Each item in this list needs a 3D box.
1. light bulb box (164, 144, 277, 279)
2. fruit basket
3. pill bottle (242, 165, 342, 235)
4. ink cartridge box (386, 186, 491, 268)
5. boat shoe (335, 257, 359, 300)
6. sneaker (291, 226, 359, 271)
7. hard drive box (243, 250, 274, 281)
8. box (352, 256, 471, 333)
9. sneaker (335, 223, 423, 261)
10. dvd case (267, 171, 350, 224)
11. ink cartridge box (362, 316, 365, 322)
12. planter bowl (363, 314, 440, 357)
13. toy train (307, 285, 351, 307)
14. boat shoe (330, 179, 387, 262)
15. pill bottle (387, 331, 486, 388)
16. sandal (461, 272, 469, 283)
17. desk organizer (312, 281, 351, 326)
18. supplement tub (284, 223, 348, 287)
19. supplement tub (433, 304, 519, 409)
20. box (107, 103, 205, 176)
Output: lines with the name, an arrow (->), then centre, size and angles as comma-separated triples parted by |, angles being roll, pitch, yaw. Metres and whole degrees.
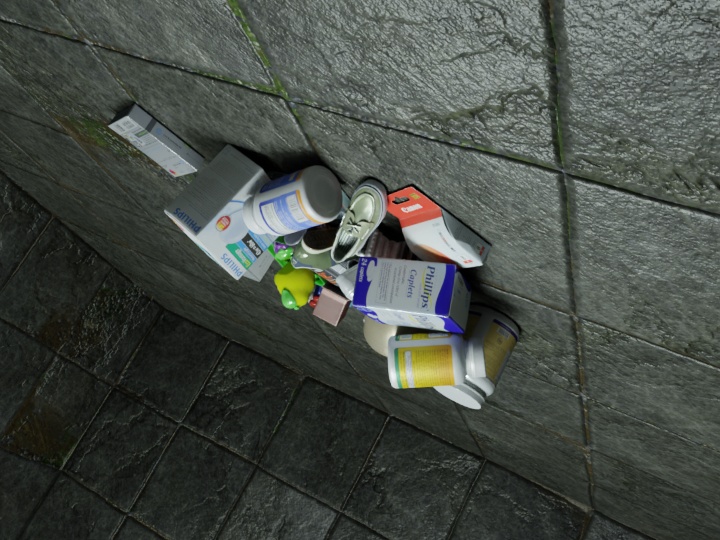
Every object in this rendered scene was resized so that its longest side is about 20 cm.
light bulb box -> -0.277, -0.123, 1.661 | 0.125, 0.200, 0.198 | 36, 169, 33
fruit basket -> -0.161, -0.009, 1.837 | 0.155, 0.216, 0.216 | 19, 160, 30
pill bottle -> -0.141, -0.131, 1.522 | 0.199, 0.113, 0.112 | -12, 138, 42
ink cartridge box -> 0.126, -0.072, 1.451 | 0.199, 0.050, 0.162 | 32, 163, -19
boat shoe -> 0.000, 0.000, 1.681 | 0.069, 0.200, 0.072 | 46, 125, -1
sneaker -> -0.064, -0.041, 1.637 | 0.199, 0.067, 0.090 | -4, 147, -43
hard drive box -> -0.282, -0.094, 1.866 | 0.077, 0.156, 0.200 | 17, 158, 37
box -> 0.108, 0.052, 1.548 | 0.199, 0.106, 0.184 | 5, 168, 19
sneaker -> 0.040, -0.041, 1.605 | 0.199, 0.076, 0.081 | 23, 162, 1
dvd case -> -0.093, -0.149, 1.631 | 0.199, 0.022, 0.146 | 16, 159, 39
ink cartridge box -> 0.125, 0.145, 2.010 | 0.146, 0.085, 0.199 | 40, 158, -30
planter bowl -> 0.104, 0.084, 1.735 | 0.199, 0.200, 0.135 | 21, 134, 26
toy train -> -0.082, 0.075, 2.168 | 0.115, 0.085, 0.200 | 18, 164, -8
boat shoe -> -0.003, -0.088, 1.475 | 0.072, 0.062, 0.200 | 31, 136, 7
pill bottle -> 0.162, 0.187, 1.617 | 0.199, 0.113, 0.113 | -5, 155, 9
sandal -> 0.138, 0.009, 1.660 | 0.200, 0.048, 0.075 | 17, 159, 34
desk organizer -> -0.044, 0.058, 1.863 | 0.071, 0.077, 0.200 | 27, -159, 8
supplement tub -> -0.081, -0.044, 1.730 | 0.107, 0.107, 0.200 | 10, 162, 47
supplement tub -> 0.258, 0.195, 1.735 | 0.145, 0.201, 0.146 | 27, 163, 9
box -> -0.478, -0.300, 1.792 | 0.200, 0.041, 0.156 | 40, 161, -27
